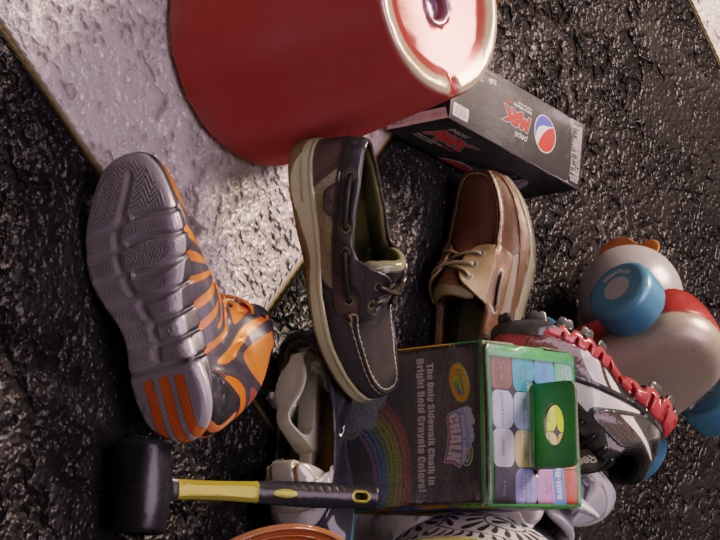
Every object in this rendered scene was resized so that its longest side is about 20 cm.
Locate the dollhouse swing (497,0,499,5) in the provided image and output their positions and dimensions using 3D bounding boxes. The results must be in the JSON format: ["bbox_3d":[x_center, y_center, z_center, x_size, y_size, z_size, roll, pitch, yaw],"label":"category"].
[{"bbox_3d":[0.037,-0.333,1.574,0.182,0.175,0.200,99,-7,-78],"label":"dollhouse swing"}]

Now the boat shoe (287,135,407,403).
[{"bbox_3d":[0.000,-0.001,1.360,0.072,0.066,0.201,-30,110,-58],"label":"boat shoe"}]

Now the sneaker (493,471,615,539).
[{"bbox_3d":[0.162,0.201,1.569,0.200,0.115,0.075,25,109,-42],"label":"sneaker"}]

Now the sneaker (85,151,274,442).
[{"bbox_3d":[-0.122,0.014,1.303,0.112,0.077,0.200,-19,100,-61],"label":"sneaker"}]

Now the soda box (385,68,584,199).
[{"bbox_3d":[0.108,-0.121,1.596,0.200,0.071,0.063,24,65,-47],"label":"soda box"}]

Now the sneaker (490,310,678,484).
[{"bbox_3d":[0.178,0.110,1.533,0.200,0.071,0.098,36,60,-29],"label":"sneaker"}]

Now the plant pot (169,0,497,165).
[{"bbox_3d":[-0.010,-0.183,1.378,0.200,0.177,0.201,10,77,-50],"label":"plant pot"}]

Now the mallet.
[{"bbox_3d":[-0.079,0.143,1.298,0.200,0.041,0.066,-2,84,-27],"label":"mallet"}]

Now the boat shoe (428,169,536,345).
[{"bbox_3d":[0.097,0.014,1.561,0.074,0.076,0.200,11,75,-46],"label":"boat shoe"}]

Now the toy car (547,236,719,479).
[{"bbox_3d":[0.231,0.050,1.688,0.184,0.177,0.200,45,24,-31],"label":"toy car"}]

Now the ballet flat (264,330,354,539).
[{"bbox_3d":[-0.042,0.134,1.374,0.073,0.073,0.200,30,56,-45],"label":"ballet flat"}]

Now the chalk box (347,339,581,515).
[{"bbox_3d":[0.089,0.122,1.432,0.124,0.200,0.125,10,76,-50],"label":"chalk box"}]

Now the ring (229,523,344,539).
[{"bbox_3d":[-0.070,0.260,1.246,0.200,0.019,0.201,-17,122,-29],"label":"ring"}]

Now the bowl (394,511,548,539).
[{"bbox_3d":[0.094,0.249,1.438,0.201,0.200,0.094,60,30,-25],"label":"bowl"}]
